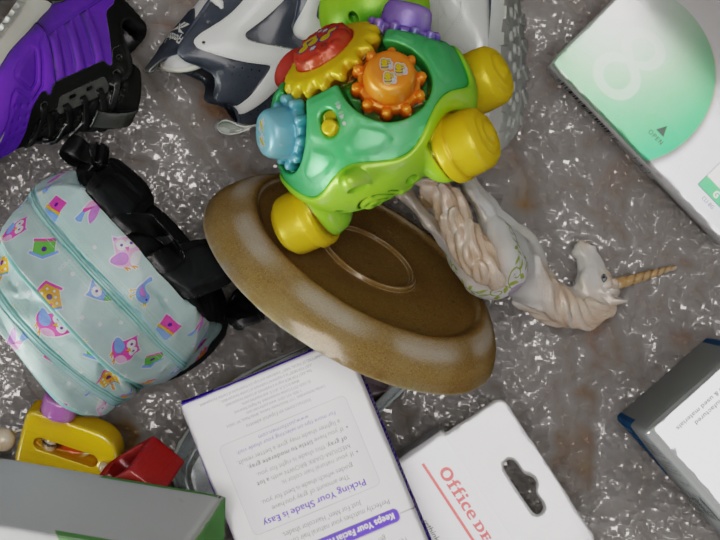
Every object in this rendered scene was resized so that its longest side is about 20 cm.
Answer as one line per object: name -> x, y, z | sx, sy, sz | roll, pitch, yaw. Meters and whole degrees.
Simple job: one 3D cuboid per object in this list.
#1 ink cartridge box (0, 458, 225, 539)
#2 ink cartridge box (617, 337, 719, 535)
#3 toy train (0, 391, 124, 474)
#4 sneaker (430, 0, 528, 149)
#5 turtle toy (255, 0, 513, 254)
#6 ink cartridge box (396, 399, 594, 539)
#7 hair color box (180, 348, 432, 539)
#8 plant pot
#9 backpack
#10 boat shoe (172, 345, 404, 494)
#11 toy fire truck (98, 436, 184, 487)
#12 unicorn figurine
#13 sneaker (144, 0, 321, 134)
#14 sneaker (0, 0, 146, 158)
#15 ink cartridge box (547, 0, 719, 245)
ink cartridge box -> -0.160, 0.225, 1.428 | 0.146, 0.084, 0.200 | 8, 113, 13
ink cartridge box -> 0.260, 0.142, 1.485 | 0.085, 0.145, 0.200 | -41, 91, -1
toy train -> -0.192, 0.149, 1.532 | 0.200, 0.056, 0.150 | 42, 113, -9
sneaker -> 0.059, -0.171, 1.521 | 0.080, 0.076, 0.200 | -7, 87, 11
turtle toy -> 0.006, -0.106, 1.409 | 0.146, 0.200, 0.101 | -25, 116, 24
ink cartridge box -> 0.034, 0.177, 1.523 | 0.200, 0.067, 0.116 | -33, 90, 1
hair color box -> -0.020, 0.151, 1.459 | 0.109, 0.065, 0.200 | -22, 87, 1
plant pot -> 0.000, 0.000, 1.456 | 0.200, 0.200, 0.028 | 31, 113, -1
backpack -> -0.151, 0.011, 1.452 | 0.167, 0.200, 0.127 | 41, 91, -2
boat shoe -> -0.033, 0.084, 1.521 | 0.202, 0.065, 0.074 | -31, 91, 2
toy fire truck -> -0.146, 0.213, 1.493 | 0.141, 0.049, 0.200 | 41, 115, -6
unicorn figurine -> 0.090, -0.015, 1.498 | 0.137, 0.200, 0.074 | 50, 117, 13
sneaker -> -0.085, -0.176, 1.508 | 0.129, 0.079, 0.199 | -23, 101, -8
sneaker -> -0.183, -0.111, 1.471 | 0.099, 0.200, 0.070 | 33, 135, -10
ink cartridge box -> 0.242, -0.141, 1.529 | 0.200, 0.050, 0.161 | -45, 91, 3
